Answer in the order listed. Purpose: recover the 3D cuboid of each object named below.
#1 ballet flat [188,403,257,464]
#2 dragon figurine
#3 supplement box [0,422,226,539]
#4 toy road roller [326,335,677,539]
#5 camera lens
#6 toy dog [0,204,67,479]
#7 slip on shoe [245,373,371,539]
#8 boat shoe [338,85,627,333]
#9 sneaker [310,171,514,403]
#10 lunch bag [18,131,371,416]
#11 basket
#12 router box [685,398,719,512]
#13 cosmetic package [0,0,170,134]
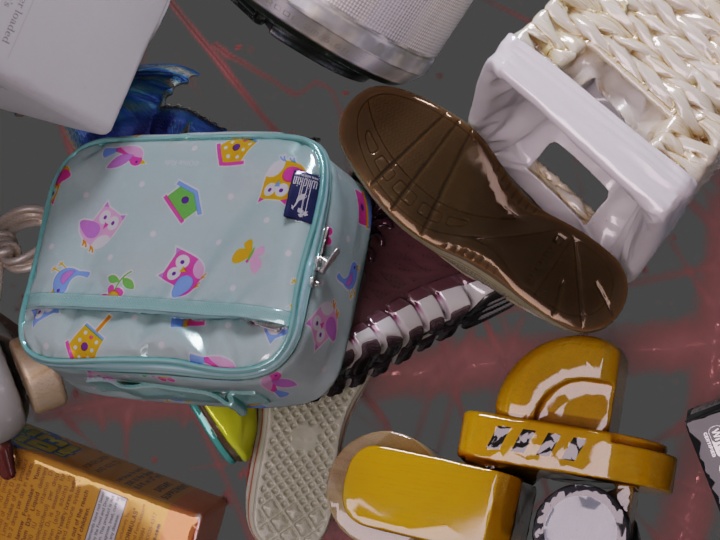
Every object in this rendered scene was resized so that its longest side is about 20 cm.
[{"bbox_3d":[-0.103,0.027,1.580,0.067,0.067,0.200,-35,59,-1],"label":"ballet flat"},{"bbox_3d":[-0.132,-0.099,1.603,0.200,0.059,0.099,-8,93,15],"label":"dragon figurine"},{"bbox_3d":[-0.192,0.146,1.635,0.200,0.067,0.069,18,98,10],"label":"supplement box"},{"bbox_3d":[0.090,0.108,1.543,0.200,0.123,0.146,9,82,11],"label":"toy road roller"},{"bbox_3d":[0.013,-0.222,1.507,0.160,0.160,0.200,35,101,8],"label":"camera lens"},{"bbox_3d":[-0.245,0.055,1.609,0.132,0.200,0.096,-5,129,1],"label":"toy dog"},{"bbox_3d":[-0.032,0.077,1.595,0.074,0.061,0.200,13,86,-10],"label":"slip on shoe"},{"bbox_3d":[0.068,-0.031,1.511,0.200,0.065,0.072,37,81,3],"label":"boat shoe"},{"bbox_3d":[0.000,0.000,1.553,0.200,0.076,0.116,-24,75,-23],"label":"sneaker"},{"bbox_3d":[-0.096,0.002,1.490,0.200,0.077,0.160,1,65,28],"label":"lunch bag"},{"bbox_3d":[0.152,-0.094,1.459,0.136,0.200,0.123,42,82,7],"label":"basket"},{"bbox_3d":[0.299,0.151,1.523,0.150,0.062,0.200,-22,89,13],"label":"router box"},{"bbox_3d":[-0.230,-0.199,1.495,0.165,0.200,0.165,15,80,50],"label":"cosmetic package"}]
